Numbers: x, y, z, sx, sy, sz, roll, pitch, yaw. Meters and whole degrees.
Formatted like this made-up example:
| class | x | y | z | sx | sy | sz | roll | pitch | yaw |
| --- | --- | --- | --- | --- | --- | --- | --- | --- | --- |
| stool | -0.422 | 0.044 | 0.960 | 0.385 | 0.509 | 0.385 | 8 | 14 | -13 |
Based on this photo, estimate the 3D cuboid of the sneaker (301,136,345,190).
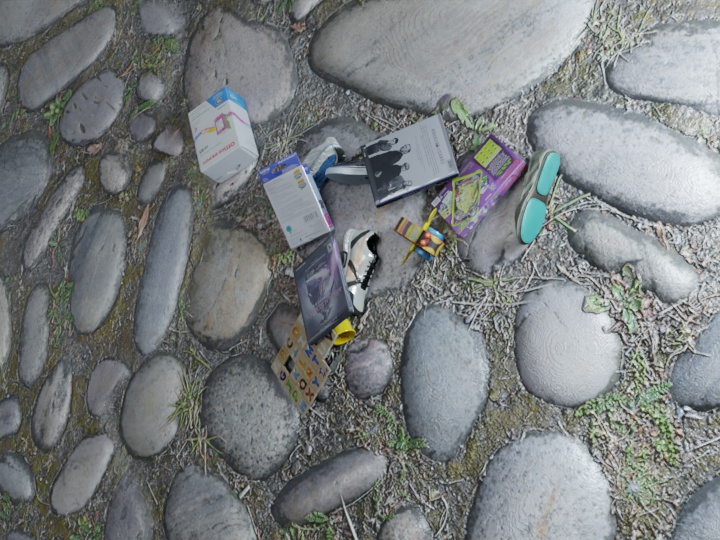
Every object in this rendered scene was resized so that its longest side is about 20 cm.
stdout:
| class | x | y | z | sx | sy | sz | roll | pitch | yaw |
| --- | --- | --- | --- | --- | --- | --- | --- | --- | --- |
| sneaker | -0.118 | -0.246 | 1.735 | 0.199 | 0.075 | 0.088 | -40 | 38 | 17 |

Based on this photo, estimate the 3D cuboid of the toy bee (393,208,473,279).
| class | x | y | z | sx | sy | sz | roll | pitch | yaw |
| --- | --- | --- | --- | --- | --- | --- | --- | --- | --- |
| toy bee | 0.141 | -0.069 | 1.498 | 0.196 | 0.108 | 0.134 | 10 | 79 | 32 |

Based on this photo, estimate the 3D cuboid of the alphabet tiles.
| class | x | y | z | sx | sy | sz | roll | pitch | yaw |
| --- | --- | --- | --- | --- | --- | --- | --- | --- | --- |
| alphabet tiles | -0.123 | 0.195 | 1.599 | 0.167 | 0.007 | 0.203 | 47 | 116 | 40 |

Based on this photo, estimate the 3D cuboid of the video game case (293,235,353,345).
| class | x | y | z | sx | sy | sz | roll | pitch | yaw |
| --- | --- | --- | --- | --- | --- | --- | --- | --- | --- |
| video game case | -0.086 | 0.043 | 1.581 | 0.142 | 0.019 | 0.204 | -39 | 49 | 31 |

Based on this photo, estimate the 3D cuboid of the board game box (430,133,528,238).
| class | x | y | z | sx | sy | sz | roll | pitch | yaw |
| --- | --- | --- | --- | --- | --- | --- | --- | --- | --- |
| board game box | 0.248 | -0.180 | 1.500 | 0.201 | 0.032 | 0.121 | -48 | 43 | 12 |

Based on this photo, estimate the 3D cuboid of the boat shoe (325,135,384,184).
| class | x | y | z | sx | sy | sz | roll | pitch | yaw |
| --- | --- | --- | --- | --- | --- | --- | --- | --- | --- |
| boat shoe | 0.013 | -0.257 | 1.654 | 0.195 | 0.071 | 0.094 | 1 | 75 | 24 |

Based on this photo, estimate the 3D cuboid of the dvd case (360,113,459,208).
| class | x | y | z | sx | sy | sz | roll | pitch | yaw |
| --- | --- | --- | --- | --- | --- | --- | --- | --- | --- |
| dvd case | 0.107 | -0.242 | 1.562 | 0.195 | 0.025 | 0.154 | -19 | 70 | 14 |

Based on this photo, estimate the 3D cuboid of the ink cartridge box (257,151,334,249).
| class | x | y | z | sx | sy | sz | roll | pitch | yaw |
| --- | --- | --- | --- | --- | --- | --- | --- | --- | --- |
| ink cartridge box | -0.153 | -0.167 | 1.685 | 0.117 | 0.042 | 0.204 | -21 | 99 | 23 |

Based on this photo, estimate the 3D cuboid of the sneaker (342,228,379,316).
| class | x | y | z | sx | sy | sz | roll | pitch | yaw |
| --- | --- | --- | --- | --- | --- | --- | --- | --- | --- |
| sneaker | 0.000 | 0.000 | 1.583 | 0.078 | 0.073 | 0.206 | -5 | 74 | 27 |

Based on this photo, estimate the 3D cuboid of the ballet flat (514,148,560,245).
| class | x | y | z | sx | sy | sz | roll | pitch | yaw |
| --- | --- | --- | --- | --- | --- | --- | --- | --- | --- |
| ballet flat | 0.348 | -0.149 | 1.434 | 0.063 | 0.066 | 0.205 | 13 | 81 | 60 |

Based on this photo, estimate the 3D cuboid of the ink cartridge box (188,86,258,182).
| class | x | y | z | sx | sy | sz | roll | pitch | yaw |
| --- | --- | --- | --- | --- | --- | --- | --- | --- | --- |
| ink cartridge box | -0.368 | -0.362 | 1.896 | 0.142 | 0.084 | 0.204 | -28 | 65 | 21 |

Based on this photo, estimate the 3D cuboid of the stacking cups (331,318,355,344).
| class | x | y | z | sx | sy | sz | roll | pitch | yaw |
| --- | --- | --- | --- | --- | --- | --- | --- | --- | --- |
| stacking cups | -0.070 | 0.065 | 1.613 | 0.060 | 0.060 | 0.204 | -31 | 62 | 19 |
